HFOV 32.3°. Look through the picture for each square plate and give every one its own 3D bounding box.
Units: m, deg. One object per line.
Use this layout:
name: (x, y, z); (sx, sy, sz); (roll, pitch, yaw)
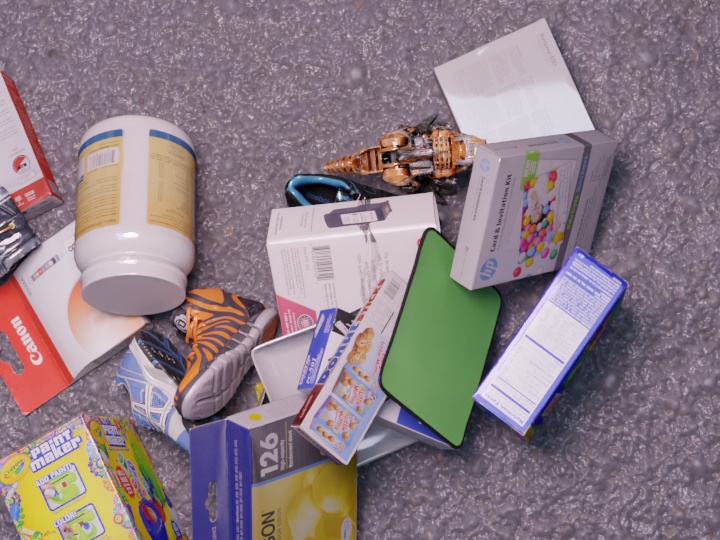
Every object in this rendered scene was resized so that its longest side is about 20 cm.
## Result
square plate: (-0.009, 0.133, 1.431); (0.195, 0.028, 0.203); (-22, 117, -7)

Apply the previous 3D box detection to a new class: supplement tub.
supplement tub: (-0.266, -0.064, 1.468); (0.142, 0.145, 0.203); (-5, 67, 5)

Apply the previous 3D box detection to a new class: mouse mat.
mouse mat: (0.092, 0.075, 1.364); (0.007, 0.161, 0.203); (-5, 55, 42)

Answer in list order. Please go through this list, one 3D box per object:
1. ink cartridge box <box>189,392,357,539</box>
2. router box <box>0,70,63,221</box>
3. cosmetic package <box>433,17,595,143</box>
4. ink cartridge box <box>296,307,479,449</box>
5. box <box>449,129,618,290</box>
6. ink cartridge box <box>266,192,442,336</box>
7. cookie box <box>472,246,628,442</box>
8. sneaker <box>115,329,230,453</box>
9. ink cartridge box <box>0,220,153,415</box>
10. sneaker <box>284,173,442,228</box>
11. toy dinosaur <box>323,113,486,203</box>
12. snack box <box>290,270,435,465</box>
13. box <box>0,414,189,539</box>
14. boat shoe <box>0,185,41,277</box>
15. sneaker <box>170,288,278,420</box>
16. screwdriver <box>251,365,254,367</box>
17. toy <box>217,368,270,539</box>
ink cartridge box: (-0.092, 0.242, 1.378); (0.047, 0.198, 0.201); (28, 125, 47)
router box: (-0.502, -0.125, 1.570); (0.198, 0.049, 0.182); (-27, 80, 2)
cosmetic package: (0.194, -0.180, 1.501); (0.149, 0.052, 0.203); (-23, 80, 4)
ink cartridge box: (0.033, 0.122, 1.377); (0.198, 0.044, 0.095); (25, 72, -25)
box: (0.196, -0.071, 1.393); (0.041, 0.198, 0.158); (34, 123, 42)
ink cartridge box: (0.000, 0.000, 1.447); (0.196, 0.085, 0.147); (-6, 120, 5)
cookie box: (0.214, 0.089, 1.400); (0.075, 0.171, 0.201); (35, 87, 13)
sneaker: (-0.216, 0.166, 1.461); (0.077, 0.075, 0.201); (-48, 65, 20)
ink cartridge box: (-0.378, 0.055, 1.531); (0.198, 0.050, 0.163); (-33, 79, -3)
sneaker: (0.000, -0.067, 1.490); (0.196, 0.082, 0.075); (13, 81, 7)
toy dinosaur: (0.056, -0.138, 1.456); (0.197, 0.135, 0.104); (18, 99, 19)
snack box: (0.005, 0.102, 1.322); (0.072, 0.024, 0.202); (41, 67, -23)
box: (-0.298, 0.280, 1.412); (0.121, 0.200, 0.195); (-29, 81, 1)
boat shoe: (-0.486, -0.009, 1.501); (0.199, 0.071, 0.091); (-36, 100, 3)
sneaker: (-0.187, 0.093, 1.457); (0.111, 0.200, 0.079); (23, 126, 14)
screwdriver: (-0.173, 0.131, 1.509); (0.198, 0.028, 0.029); (-29, 51, 0)
toy: (-0.121, 0.217, 1.449); (0.046, 0.115, 0.204); (15, 84, -4)
